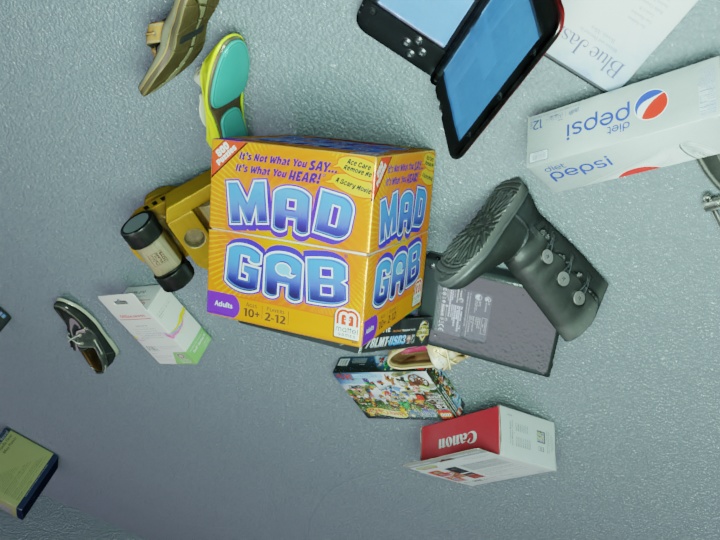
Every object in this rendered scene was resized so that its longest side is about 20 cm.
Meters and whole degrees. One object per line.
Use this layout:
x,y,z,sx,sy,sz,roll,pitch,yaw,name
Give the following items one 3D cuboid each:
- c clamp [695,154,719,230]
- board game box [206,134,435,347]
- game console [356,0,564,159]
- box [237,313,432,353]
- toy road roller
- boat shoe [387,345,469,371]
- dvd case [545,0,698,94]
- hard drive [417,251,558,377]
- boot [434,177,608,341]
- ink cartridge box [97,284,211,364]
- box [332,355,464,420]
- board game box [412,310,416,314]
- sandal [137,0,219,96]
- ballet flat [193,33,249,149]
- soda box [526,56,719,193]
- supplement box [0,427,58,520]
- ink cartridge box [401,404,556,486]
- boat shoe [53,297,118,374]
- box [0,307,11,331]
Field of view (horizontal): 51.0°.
0.424,-0.109,0.749,0.171,0.027,0.199,47,141,-16,c clamp
-0.042,-0.049,0.894,0.198,0.200,0.202,10,104,22,board game box
0.083,-0.240,0.724,0.171,0.119,0.200,31,142,-6,game console
-0.031,0.068,1.032,0.198,0.050,0.198,11,-176,31,box
-0.261,-0.079,1.149,0.199,0.146,0.123,-27,126,4,toy road roller
0.125,0.122,1.160,0.199,0.070,0.074,-13,127,40,boat shoe
0.231,-0.264,0.687,0.142,0.018,0.200,30,143,-4,dvd case
0.180,0.062,1.053,0.198,0.033,0.141,14,121,18,hard drive
0.202,0.015,0.922,0.200,0.165,0.066,47,167,-24,boot
-0.392,0.092,1.445,0.116,0.068,0.201,-4,134,35,ink cartridge box
0.066,0.206,1.322,0.198,0.038,0.137,-7,131,37,box
0.000,0.000,1.124,0.198,0.039,0.159,8,134,22,board game box
-0.224,-0.287,0.900,0.054,0.080,0.200,46,140,1,sandal
-0.181,-0.222,0.959,0.067,0.067,0.201,38,149,21,ballet flat
0.270,-0.139,0.757,0.199,0.064,0.068,-12,152,39,soda box
-1.127,0.660,2.452,0.198,0.201,0.134,29,143,-4,supplement box
0.193,0.292,1.260,0.174,0.085,0.199,22,148,-30,ink cartridge box
-0.600,0.141,1.635,0.071,0.068,0.201,3,135,31,boat shoe
-0.922,0.102,1.709,0.043,0.161,0.201,-10,129,38,box
